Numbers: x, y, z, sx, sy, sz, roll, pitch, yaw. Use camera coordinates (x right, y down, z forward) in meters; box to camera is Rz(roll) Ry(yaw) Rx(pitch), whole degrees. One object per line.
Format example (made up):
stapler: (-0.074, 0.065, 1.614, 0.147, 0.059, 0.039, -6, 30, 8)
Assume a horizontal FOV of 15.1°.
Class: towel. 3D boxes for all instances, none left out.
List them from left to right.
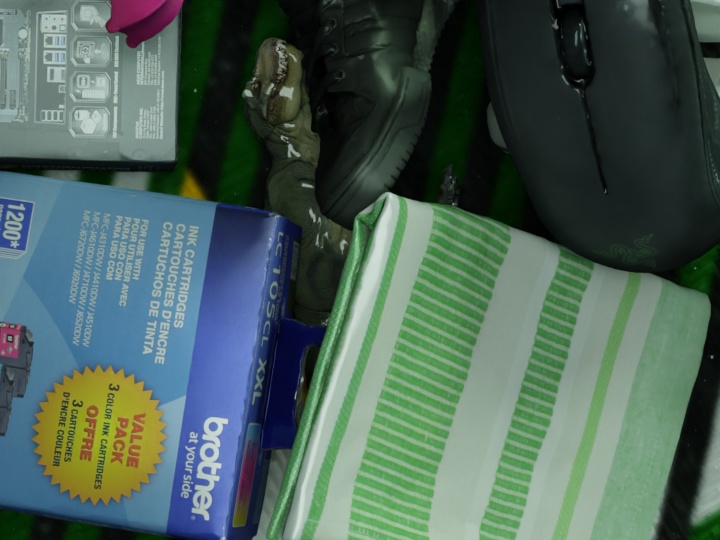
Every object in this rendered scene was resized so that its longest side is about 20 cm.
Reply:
towel: (0.059, 0.060, 1.112, 0.199, 0.023, 0.153, 18, 85, -39)

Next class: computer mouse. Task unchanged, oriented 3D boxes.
computer mouse: (0.087, -0.068, 1.068, 0.138, 0.053, 0.201, -10, 126, 25)

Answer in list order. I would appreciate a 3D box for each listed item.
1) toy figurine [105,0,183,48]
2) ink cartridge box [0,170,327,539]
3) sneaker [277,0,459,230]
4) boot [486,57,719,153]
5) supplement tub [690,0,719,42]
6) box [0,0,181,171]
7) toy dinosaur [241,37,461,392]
toy figurine: (-0.153, -0.134, 1.069, 0.183, 0.150, 0.200, -24, 59, -18)
ink cartridge box: (-0.102, 0.035, 1.108, 0.199, 0.076, 0.137, 8, 87, 6)
sneaker: (-0.014, -0.117, 1.119, 0.104, 0.060, 0.200, 28, 55, -13)
boot: (0.153, -0.039, 1.143, 0.199, 0.073, 0.091, -2, 114, 22)
supplement tub: (0.123, -0.204, 1.129, 0.131, 0.132, 0.201, 6, 88, -5)
box: (-0.152, -0.143, 1.142, 0.157, 0.051, 0.201, 1, 88, -5)
toy dinosaur: (0.000, 0.000, 1.153, 0.088, 0.047, 0.201, -6, 89, 9)
